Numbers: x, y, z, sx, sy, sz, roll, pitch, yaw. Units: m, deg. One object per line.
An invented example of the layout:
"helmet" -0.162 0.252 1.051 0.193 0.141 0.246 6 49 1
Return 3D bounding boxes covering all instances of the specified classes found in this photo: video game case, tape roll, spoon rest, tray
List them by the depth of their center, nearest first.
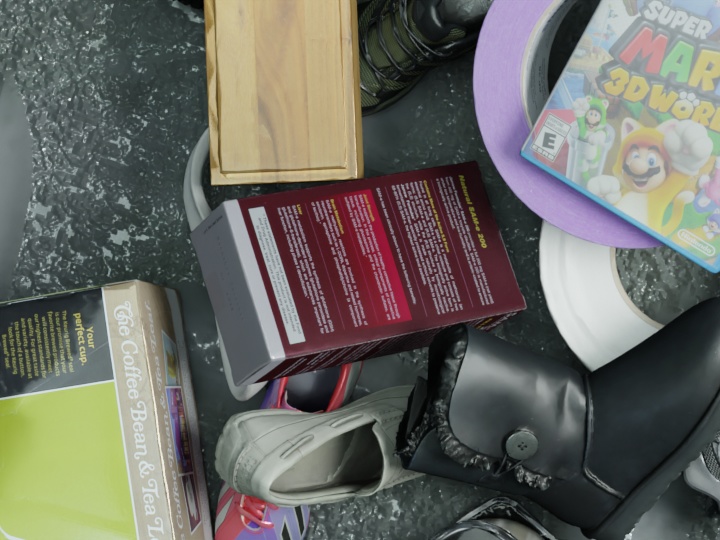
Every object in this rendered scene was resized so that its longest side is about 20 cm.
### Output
"video game case" 0.201 -0.120 1.206 0.142 0.018 0.201 32 108 12
"tape roll" 0.173 -0.118 1.261 0.198 0.066 0.202 4 102 18
"tray" -0.052 -0.158 1.329 0.098 0.037 0.202 -2 92 7
"tape roll" 0.217 -0.010 1.345 0.200 0.071 0.205 0 87 7
"spoon rest" -0.087 -0.012 1.376 0.060 0.099 0.202 0 77 -14

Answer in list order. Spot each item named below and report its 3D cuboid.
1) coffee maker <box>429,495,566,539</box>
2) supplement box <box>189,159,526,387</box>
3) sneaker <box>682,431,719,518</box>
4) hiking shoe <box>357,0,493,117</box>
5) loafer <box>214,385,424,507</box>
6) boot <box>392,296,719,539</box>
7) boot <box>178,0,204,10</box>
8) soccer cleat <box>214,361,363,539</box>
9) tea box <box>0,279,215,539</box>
"coffee maker" 0.117 0.230 1.277 0.190 0.200 0.136 18 89 7
"supplement box" 0.000 0.000 1.316 0.198 0.061 0.110 -10 75 -31
"sneaker" 0.283 0.131 1.325 0.199 0.078 0.140 23 134 -28
"hiking shoe" 0.033 -0.166 1.360 0.199 0.101 0.076 -29 83 4
"loafer" 0.001 0.120 1.317 0.070 0.199 0.071 37 125 47
"boot" 0.130 0.072 1.255 0.167 0.077 0.201 23 121 -16
"boot" -0.028 -0.238 1.381 0.209 0.079 0.159 11 81 18
"soccer cleat" -0.051 0.121 1.365 0.066 0.076 0.202 23 89 7
"tea box" -0.211 0.122 1.355 0.195 0.134 0.202 -9 86 7
